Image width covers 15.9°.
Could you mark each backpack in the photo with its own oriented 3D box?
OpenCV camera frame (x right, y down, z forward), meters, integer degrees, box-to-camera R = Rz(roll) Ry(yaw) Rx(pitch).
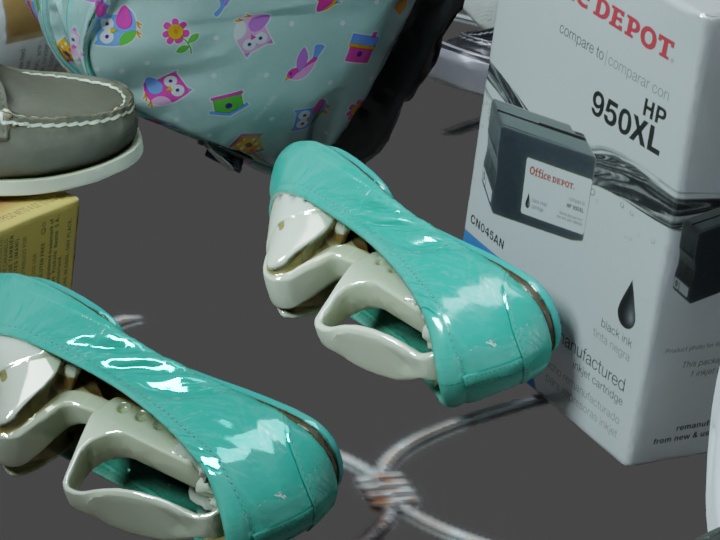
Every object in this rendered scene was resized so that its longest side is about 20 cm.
[{"bbox_3d":[-0.060,-0.130,1.205,0.200,0.167,0.127,21,15,-34],"label":"backpack"}]

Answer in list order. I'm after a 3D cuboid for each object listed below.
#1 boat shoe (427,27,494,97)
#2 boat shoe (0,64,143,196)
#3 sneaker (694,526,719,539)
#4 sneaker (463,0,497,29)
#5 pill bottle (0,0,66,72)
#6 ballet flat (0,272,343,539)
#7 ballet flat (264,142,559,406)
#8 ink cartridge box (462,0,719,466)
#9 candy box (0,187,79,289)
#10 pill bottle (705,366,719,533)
[{"bbox_3d":[0.122,-0.123,1.372,0.200,0.068,0.072,-1,18,-33],"label":"boat shoe"},{"bbox_3d":[-0.187,-0.071,1.096,0.201,0.060,0.072,-1,26,-20],"label":"boat shoe"},{"bbox_3d":[0.179,0.145,0.852,0.200,0.074,0.088,22,27,29],"label":"sneaker"},{"bbox_3d":[0.147,-0.156,1.495,0.199,0.075,0.089,11,13,-5],"label":"sneaker"},{"bbox_3d":[-0.197,-0.132,1.286,0.114,0.115,0.200,28,33,37],"label":"pill bottle"},{"bbox_3d":[-0.100,0.056,0.981,0.200,0.068,0.070,23,44,34],"label":"ballet flat"},{"bbox_3d":[0.000,0.000,1.108,0.070,0.068,0.200,-27,36,-24],"label":"ballet flat"},{"bbox_3d":[0.119,-0.043,1.080,0.084,0.201,0.145,-8,29,-29],"label":"ink cartridge box"},{"bbox_3d":[-0.225,0.001,1.068,0.116,0.057,0.200,23,28,28],"label":"candy box"},{"bbox_3d":[0.238,0.075,0.968,0.199,0.111,0.111,4,26,-6],"label":"pill bottle"}]
